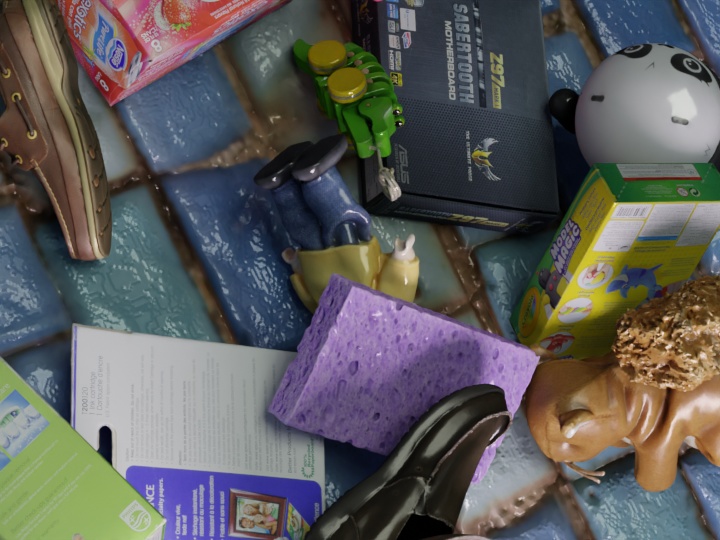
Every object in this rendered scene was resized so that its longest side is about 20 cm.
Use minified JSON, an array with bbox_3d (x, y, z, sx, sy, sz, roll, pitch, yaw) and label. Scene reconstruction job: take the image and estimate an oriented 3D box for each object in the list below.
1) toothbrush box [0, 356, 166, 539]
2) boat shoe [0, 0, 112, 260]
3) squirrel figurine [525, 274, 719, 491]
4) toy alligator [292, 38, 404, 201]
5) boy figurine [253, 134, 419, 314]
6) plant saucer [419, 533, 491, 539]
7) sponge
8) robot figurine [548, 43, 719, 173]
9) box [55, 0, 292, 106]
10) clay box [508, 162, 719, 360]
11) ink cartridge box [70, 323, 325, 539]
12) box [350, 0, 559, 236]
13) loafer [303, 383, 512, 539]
[{"bbox_3d":[-0.224,0.136,1.403,0.200,0.146,0.086,42,71,8],"label":"toothbrush box"},{"bbox_3d":[-0.228,-0.100,1.574,0.067,0.072,0.201,-16,87,2],"label":"boat shoe"},{"bbox_3d":[0.222,0.077,1.665,0.186,0.201,0.142,1,45,-17],"label":"squirrel figurine"},{"bbox_3d":[0.007,-0.123,1.659,0.054,0.059,0.200,-23,45,-10],"label":"toy alligator"},{"bbox_3d":[0.000,0.000,1.622,0.064,0.124,0.201,-45,113,-43],"label":"boy figurine"},{"bbox_3d":[0.024,0.262,1.519,0.200,0.201,0.032,-25,45,-32],"label":"plant saucer"},{"bbox_3d":[0.036,0.082,1.599,0.199,0.030,0.112,21,96,-39],"label":"sponge"},{"bbox_3d":[0.244,-0.114,1.748,0.125,0.150,0.200,65,16,16],"label":"robot figurine"},{"bbox_3d":[-0.129,-0.221,1.646,0.200,0.095,0.100,-35,90,-33],"label":"box"},{"bbox_3d":[0.196,0.002,1.692,0.114,0.200,0.048,-1,48,-28],"label":"clay box"},{"bbox_3d":[-0.119,0.145,1.546,0.199,0.043,0.199,9,68,-27],"label":"ink cartridge box"},{"bbox_3d":[0.075,-0.135,1.748,0.157,0.051,0.201,8,68,-26],"label":"box"},{"bbox_3d":[0.045,0.163,1.552,0.071,0.073,0.200,39,67,21],"label":"loafer"}]
